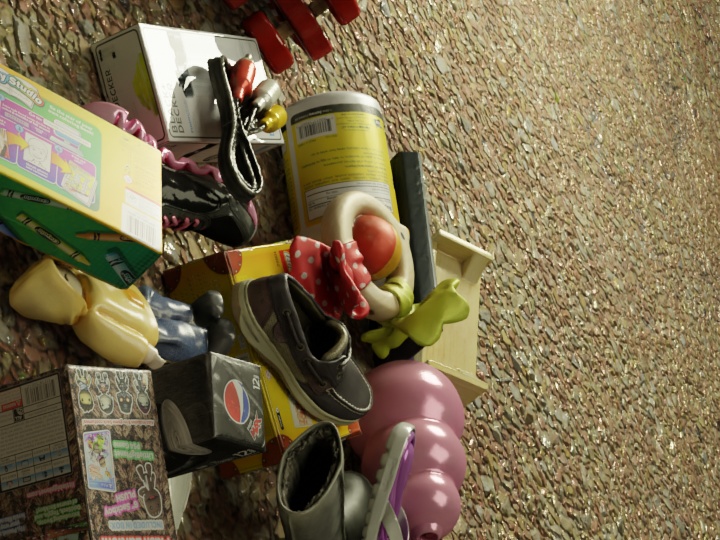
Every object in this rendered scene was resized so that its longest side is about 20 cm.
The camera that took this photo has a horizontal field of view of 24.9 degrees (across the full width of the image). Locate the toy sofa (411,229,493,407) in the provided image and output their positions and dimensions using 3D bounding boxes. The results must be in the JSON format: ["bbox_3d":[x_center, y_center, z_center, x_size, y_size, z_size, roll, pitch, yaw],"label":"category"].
[{"bbox_3d":[0.090,0.064,1.863,0.082,0.098,0.201,24,50,-22],"label":"toy sofa"}]

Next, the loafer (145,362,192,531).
[{"bbox_3d":[-0.174,0.163,1.362,0.201,0.069,0.070,-82,179,-45],"label":"loafer"}]

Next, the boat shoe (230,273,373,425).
[{"bbox_3d":[-0.040,0.072,1.470,0.200,0.064,0.072,49,35,-36],"label":"boat shoe"}]

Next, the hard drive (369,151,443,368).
[{"bbox_3d":[0.039,-0.009,1.753,0.033,0.140,0.202,1,70,-20],"label":"hard drive"}]

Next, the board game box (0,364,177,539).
[{"bbox_3d":[-0.222,0.184,1.158,0.097,0.159,0.202,10,67,-58],"label":"board game box"}]

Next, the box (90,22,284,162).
[{"bbox_3d":[-0.162,-0.165,1.556,0.200,0.060,0.118,-4,78,-60],"label":"box"}]

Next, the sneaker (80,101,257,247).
[{"bbox_3d":[-0.182,-0.061,1.438,0.199,0.079,0.096,31,54,-25],"label":"sneaker"}]

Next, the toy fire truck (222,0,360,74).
[{"bbox_3d":[-0.098,-0.309,1.700,0.200,0.112,0.168,55,-2,-27],"label":"toy fire truck"}]

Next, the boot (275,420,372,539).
[{"bbox_3d":[-0.033,0.205,1.487,0.183,0.072,0.201,-76,162,-44],"label":"boot"}]

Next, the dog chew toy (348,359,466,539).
[{"bbox_3d":[0.051,0.188,1.638,0.125,0.124,0.201,44,25,-40],"label":"dog chew toy"}]

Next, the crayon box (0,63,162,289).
[{"bbox_3d":[-0.251,-0.080,1.287,0.199,0.058,0.119,28,38,-32],"label":"crayon box"}]

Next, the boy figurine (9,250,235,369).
[{"bbox_3d":[-0.203,0.027,1.357,0.199,0.064,0.125,22,32,-41],"label":"boy figurine"}]

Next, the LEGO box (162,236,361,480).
[{"bbox_3d":[-0.090,0.079,1.528,0.149,0.077,0.202,-10,83,-61],"label":"LEGO box"}]

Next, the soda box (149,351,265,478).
[{"bbox_3d":[-0.169,0.123,1.240,0.063,0.199,0.071,24,54,-51],"label":"soda box"}]

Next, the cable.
[{"bbox_3d":[-0.105,-0.141,1.488,0.097,0.050,0.200,56,15,-24],"label":"cable"}]

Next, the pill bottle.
[{"bbox_3d":[-0.019,-0.076,1.700,0.112,0.112,0.202,15,62,-56],"label":"pill bottle"}]

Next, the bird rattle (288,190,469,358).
[{"bbox_3d":[0.000,0.000,1.574,0.199,0.112,0.164,26,47,-37],"label":"bird rattle"}]

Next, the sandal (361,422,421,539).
[{"bbox_3d":[0.032,0.246,1.525,0.082,0.049,0.204,-12,113,-73],"label":"sandal"}]
